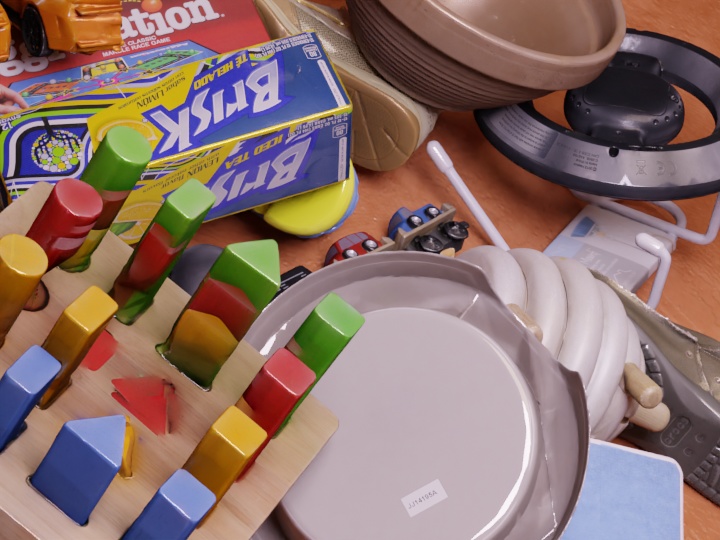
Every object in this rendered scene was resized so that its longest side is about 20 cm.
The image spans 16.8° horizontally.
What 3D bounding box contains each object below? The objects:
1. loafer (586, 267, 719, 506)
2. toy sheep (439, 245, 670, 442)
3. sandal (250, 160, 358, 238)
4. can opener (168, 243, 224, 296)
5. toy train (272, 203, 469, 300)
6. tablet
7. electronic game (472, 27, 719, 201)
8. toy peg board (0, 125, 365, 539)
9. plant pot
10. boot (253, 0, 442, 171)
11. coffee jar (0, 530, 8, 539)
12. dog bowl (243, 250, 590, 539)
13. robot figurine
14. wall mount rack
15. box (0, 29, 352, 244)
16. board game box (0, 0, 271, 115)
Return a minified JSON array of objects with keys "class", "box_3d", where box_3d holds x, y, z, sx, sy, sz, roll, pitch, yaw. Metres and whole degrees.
[{"class":"loafer","box_3d":[0.185,0.068,1.501,0.200,0.075,0.070,42,35,-4]},{"class":"toy sheep","box_3d":[0.101,0.054,1.406,0.199,0.138,0.138,31,34,-27]},{"class":"sandal","box_3d":[-0.071,-0.081,1.488,0.200,0.080,0.087,44,4,25]},{"class":"can opener","box_3d":[-0.090,0.062,1.326,0.201,0.078,0.064,-95,158,-43]},{"class":"toy train","box_3d":[0.000,0.000,1.472,0.046,0.034,0.199,35,36,24]},{"class":"tablet","box_3d":[0.119,0.184,1.308,0.129,0.014,0.202,14,63,-23]},{"class":"electronic game","box_3d":[0.171,-0.103,1.589,0.198,0.042,0.201,4,33,-3]},{"class":"toy peg board","box_3d":[-0.110,0.039,1.152,0.200,0.098,0.199,38,36,3]},{"class":"plant pot","box_3d":[0.061,-0.166,1.532,0.200,0.093,0.202,22,36,-17]},{"class":"boot","box_3d":[-0.022,-0.154,1.596,0.199,0.073,0.155,32,32,10]},{"class":"coffee jar","box_3d":[-0.177,0.113,1.171,0.104,0.086,0.200,40,37,9]},{"class":"dog bowl","box_3d":[0.022,0.093,1.280,0.198,0.059,0.202,-2,70,6]},{"class":"robot figurine","box_3d":[-0.222,-0.170,1.421,0.144,0.059,0.200,-11,29,-29]},{"class":"wall mount rack","box_3d":[0.139,-0.045,1.590,0.173,0.075,0.200,22,33,18]},{"class":"box","box_3d":[-0.106,-0.067,1.370,0.199,0.070,0.065,-17,56,-14]},{"class":"board game box","box_3d":[-0.149,-0.114,1.433,0.198,0.020,0.103,-15,52,-14]}]
